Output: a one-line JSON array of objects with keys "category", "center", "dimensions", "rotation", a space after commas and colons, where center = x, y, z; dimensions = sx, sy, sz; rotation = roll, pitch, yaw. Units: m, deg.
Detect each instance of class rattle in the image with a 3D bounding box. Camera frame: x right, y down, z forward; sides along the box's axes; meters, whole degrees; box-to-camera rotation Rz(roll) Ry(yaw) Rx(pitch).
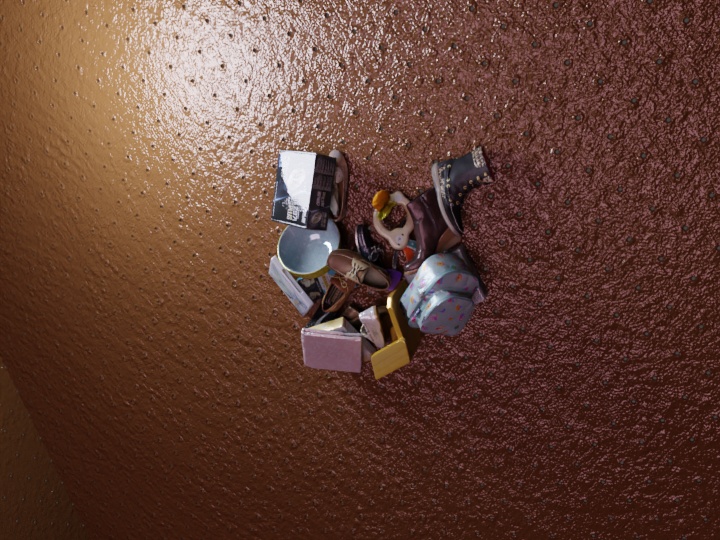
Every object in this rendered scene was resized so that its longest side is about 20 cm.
[{"category": "rattle", "center": [0.108, -0.115, 1.452], "dimensions": [0.126, 0.143, 0.207], "rotation": [-18, 87, -11]}]

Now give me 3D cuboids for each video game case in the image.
[{"category": "video game case", "center": [-0.218, 0.052, 1.653], "dimensions": [0.184, 0.022, 0.200], "rotation": [51, 164, 2]}]

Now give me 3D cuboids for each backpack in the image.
[{"category": "backpack", "center": [0.216, 0.065, 1.410], "dimensions": [0.171, 0.154, 0.205], "rotation": [10, 117, -28]}]

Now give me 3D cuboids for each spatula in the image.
[{"category": "spatula", "center": [0.102, -0.041, 1.538], "dimensions": [0.055, 0.021, 0.207], "rotation": [9, 99, -14]}]

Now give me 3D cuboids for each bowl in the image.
[{"category": "bowl", "center": [-0.139, -0.054, 1.594], "dimensions": [0.193, 0.206, 0.108], "rotation": [7, 154, 20]}]

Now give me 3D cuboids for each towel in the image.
[{"category": "towel", "center": [-0.086, 0.243, 1.629], "dimensions": [0.184, 0.033, 0.203], "rotation": [5, 141, 2]}]

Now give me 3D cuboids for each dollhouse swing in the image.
[{"category": "dollhouse swing", "center": [0.086, 0.163, 1.539], "dimensions": [0.179, 0.200, 0.178], "rotation": [-32, 97, 29]}]

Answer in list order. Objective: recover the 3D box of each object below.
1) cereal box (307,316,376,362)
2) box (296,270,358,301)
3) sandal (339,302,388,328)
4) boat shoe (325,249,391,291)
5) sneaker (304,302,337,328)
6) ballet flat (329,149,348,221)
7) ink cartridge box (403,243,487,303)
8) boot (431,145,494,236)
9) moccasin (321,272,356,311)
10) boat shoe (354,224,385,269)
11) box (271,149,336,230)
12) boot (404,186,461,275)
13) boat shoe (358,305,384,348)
[{"category": "cereal box", "center": [-0.058, 0.228, 1.663], "dimensions": [0.140, 0.040, 0.200], "rotation": [-19, 134, 28]}, {"category": "box", "center": [-0.100, 0.033, 1.657], "dimensions": [0.195, 0.049, 0.084], "rotation": [-19, 101, 27]}, {"category": "sandal", "center": [-0.012, 0.132, 1.660], "dimensions": [0.206, 0.077, 0.072], "rotation": [-22, 68, 20]}, {"category": "boat shoe", "center": [0.000, 0.000, 1.485], "dimensions": [0.194, 0.074, 0.078], "rotation": [21, 99, -10]}, {"category": "sneaker", "center": [-0.102, 0.159, 1.707], "dimensions": [0.086, 0.077, 0.202], "rotation": [28, 114, -23]}, {"category": "ballet flat", "center": [-0.070, -0.237, 1.532], "dimensions": [0.066, 0.067, 0.207], "rotation": [2, 110, 18]}, {"category": "ink cartridge box", "center": [0.242, 0.039, 1.524], "dimensions": [0.197, 0.050, 0.166], "rotation": [-23, 99, 37]}, {"category": "boot", "center": [0.272, -0.207, 1.373], "dimensions": [0.147, 0.073, 0.207], "rotation": [-21, 71, 25]}, {"category": "moccasin", "center": [-0.059, 0.036, 1.565], "dimensions": [0.074, 0.077, 0.203], "rotation": [43, 118, 15]}, {"category": "boat shoe", "center": [0.036, -0.041, 1.557], "dimensions": [0.060, 0.075, 0.206], "rotation": [-10, 107, 27]}, {"category": "box", "center": [-0.162, -0.227, 1.507], "dimensions": [0.161, 0.085, 0.208], "rotation": [16, 100, 41]}, {"category": "boot", "center": [0.164, -0.105, 1.448], "dimensions": [0.198, 0.072, 0.169], "rotation": [-36, 101, -3]}, {"category": "boat shoe", "center": [0.032, 0.172, 1.596], "dimensions": [0.067, 0.073, 0.203], "rotation": [-12, 142, 4]}]
